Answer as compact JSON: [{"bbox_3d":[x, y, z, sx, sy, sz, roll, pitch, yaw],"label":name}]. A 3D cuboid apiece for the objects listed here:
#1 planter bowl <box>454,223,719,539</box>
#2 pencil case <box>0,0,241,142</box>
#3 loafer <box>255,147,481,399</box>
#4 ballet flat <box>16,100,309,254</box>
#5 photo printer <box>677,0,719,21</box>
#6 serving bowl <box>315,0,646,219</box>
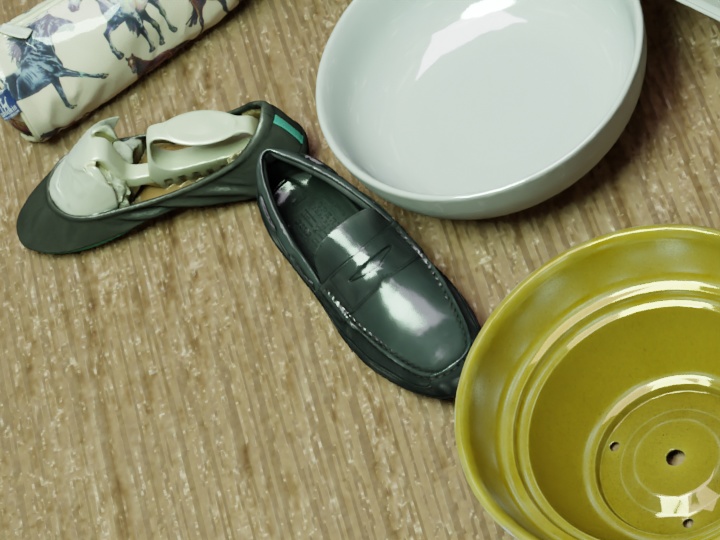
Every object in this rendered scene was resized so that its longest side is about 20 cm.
[{"bbox_3d":[0.155,0.081,1.339,0.200,0.084,0.201,-11,55,16],"label":"planter bowl"},{"bbox_3d":[-0.154,-0.165,1.637,0.200,0.089,0.078,-35,52,-2],"label":"pencil case"},{"bbox_3d":[0.000,0.000,1.470,0.068,0.070,0.201,-40,52,-5],"label":"loafer"},{"bbox_3d":[-0.130,-0.066,1.573,0.200,0.068,0.068,-16,54,14],"label":"ballet flat"},{"bbox_3d":[0.218,-0.206,1.473,0.166,0.070,0.200,-24,43,-38],"label":"photo printer"},{"bbox_3d":[0.077,-0.108,1.512,0.200,0.066,0.200,-11,55,16],"label":"serving bowl"}]
